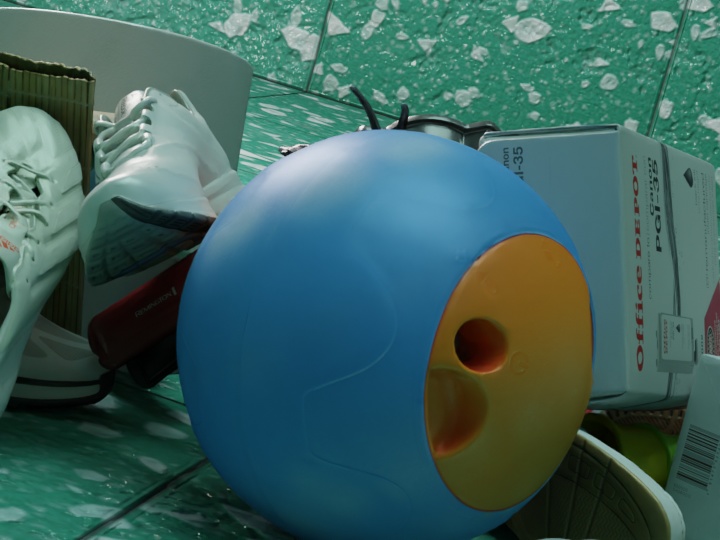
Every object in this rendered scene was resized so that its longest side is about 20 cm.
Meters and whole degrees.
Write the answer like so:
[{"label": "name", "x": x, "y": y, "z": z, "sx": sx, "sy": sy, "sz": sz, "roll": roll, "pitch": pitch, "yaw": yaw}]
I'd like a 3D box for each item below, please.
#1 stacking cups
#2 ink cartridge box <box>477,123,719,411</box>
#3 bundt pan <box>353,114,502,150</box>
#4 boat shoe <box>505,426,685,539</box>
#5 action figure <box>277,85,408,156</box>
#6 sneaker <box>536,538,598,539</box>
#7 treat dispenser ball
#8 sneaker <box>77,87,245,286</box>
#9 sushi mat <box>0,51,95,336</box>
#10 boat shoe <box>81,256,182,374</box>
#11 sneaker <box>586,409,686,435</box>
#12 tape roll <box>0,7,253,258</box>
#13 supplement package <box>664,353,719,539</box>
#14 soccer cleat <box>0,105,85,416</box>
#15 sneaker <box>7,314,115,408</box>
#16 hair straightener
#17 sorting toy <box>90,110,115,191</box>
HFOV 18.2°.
[{"label": "stacking cups", "x": 0.205, "y": 0.122, "z": 1.313, "sx": 0.199, "sy": 0.061, "sz": 0.060, "roll": 10, "pitch": 11, "yaw": -36}, {"label": "ink cartridge box", "x": 0.137, "y": 0.004, "z": 1.248, "sx": 0.082, "sy": 0.147, "sz": 0.200, "roll": -3, "pitch": -5, "yaw": 23}, {"label": "bundt pan", "x": 0.044, "y": 0.008, "z": 1.363, "sx": 0.201, "sy": 0.202, "sz": 0.076, "roll": 14, "pitch": 38, "yaw": -12}, {"label": "boat shoe", "x": 0.106, "y": 0.110, "z": 1.186, "sx": 0.069, "sy": 0.071, "sz": 0.200, "roll": 6, "pitch": 12, "yaw": -40}, {"label": "action figure", "x": 0.000, "y": 0.000, "z": 1.251, "sx": 0.118, "sy": 0.201, "sz": 0.102, "roll": 20, "pitch": 11, "yaw": 23}, {"label": "sneaker", "x": 0.073, "y": 0.150, "z": 0.880, "sx": 0.099, "sy": 0.075, "sz": 0.200, "roll": 14, "pitch": 9, "yaw": -18}, {"label": "treat dispenser ball", "x": 0.013, "y": 0.034, "z": 1.066, "sx": 0.200, "sy": 0.202, "sz": 0.201, "roll": 15, "pitch": 9, "yaw": -3}, {"label": "sneaker", "x": -0.111, "y": -0.047, "z": 1.147, "sx": 0.074, "sy": 0.087, "sz": 0.200, "roll": -24, "pitch": 3, "yaw": 8}, {"label": "sushi mat", "x": -0.191, "y": -0.034, "z": 1.209, "sx": 0.095, "sy": 0.201, "sz": 0.012, "roll": 15, "pitch": 40, "yaw": 6}, {"label": "boat shoe", "x": -0.135, "y": 0.024, "z": 1.297, "sx": 0.199, "sy": 0.074, "sz": 0.068, "roll": 3, "pitch": -8, "yaw": 44}, {"label": "sneaker", "x": 0.234, "y": 0.104, "z": 1.439, "sx": 0.199, "sy": 0.072, "sz": 0.113, "roll": 13, "pitch": 13, "yaw": -7}, {"label": "tape roll", "x": -0.180, "y": -0.087, "z": 1.513, "sx": 0.201, "sy": 0.140, "sz": 0.203, "roll": 9, "pitch": -4, "yaw": 1}, {"label": "supplement package", "x": 0.281, "y": 0.122, "z": 1.270, "sx": 0.199, "sy": 0.114, "sz": 0.109, "roll": 10, "pitch": 8, "yaw": -41}, {"label": "soccer cleat", "x": -0.175, "y": -0.007, "z": 1.084, "sx": 0.069, "sy": 0.201, "sz": 0.078, "roll": 12, "pitch": -35, "yaw": -2}, {"label": "sneaker", "x": -0.213, "y": -0.002, "z": 1.169, "sx": 0.199, "sy": 0.116, "sz": 0.076, "roll": 16, "pitch": 9, "yaw": -12}, {"label": "hair straightener", "x": -0.046, "y": -0.004, "z": 1.182, "sx": 0.041, "sy": 0.200, "sz": 0.077, "roll": 57, "pitch": 9, "yaw": 32}, {"label": "sorting toy", "x": -0.211, "y": -0.040, "z": 1.330, "sx": 0.184, "sy": 0.037, "sz": 0.200, "roll": 5, "pitch": -28, "yaw": -18}]
